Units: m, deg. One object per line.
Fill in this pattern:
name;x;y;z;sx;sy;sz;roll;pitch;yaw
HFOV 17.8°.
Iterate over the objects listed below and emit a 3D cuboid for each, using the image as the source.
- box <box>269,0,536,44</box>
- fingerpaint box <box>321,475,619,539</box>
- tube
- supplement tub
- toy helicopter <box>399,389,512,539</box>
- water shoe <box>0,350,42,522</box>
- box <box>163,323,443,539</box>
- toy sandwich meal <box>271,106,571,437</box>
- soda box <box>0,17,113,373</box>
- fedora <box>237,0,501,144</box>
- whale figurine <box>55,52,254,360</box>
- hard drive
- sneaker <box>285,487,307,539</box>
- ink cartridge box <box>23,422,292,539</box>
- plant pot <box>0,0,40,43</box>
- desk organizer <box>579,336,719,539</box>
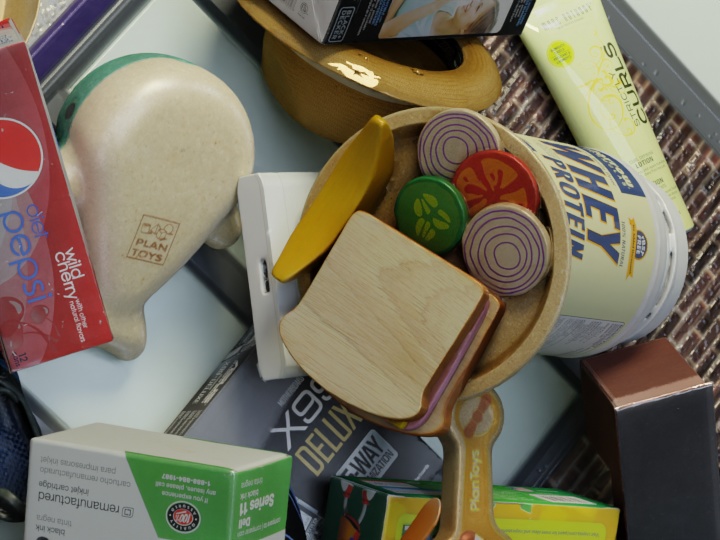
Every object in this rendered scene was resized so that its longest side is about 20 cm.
box;0.019;-0.208;1.535;0.199;0.117;0.060;-7;130;-45
fingerpaint box;0.065;0.228;1.536;0.199;0.073;0.168;6;93;-35
tube;0.178;-0.110;1.671;0.201;0.052;0.058;66;26;0
supplement tub;0.116;-0.016;1.551;0.200;0.145;0.146;6;81;-49
toy helicopter;0.058;0.168;1.448;0.132;0.079;0.201;4;83;-26
water shoe;-0.243;0.063;1.447;0.071;0.079;0.201;-31;97;-24
box;-0.063;0.151;1.533;0.158;0.050;0.200;45;70;-15
toy sandwich meal;0.032;-0.004;1.424;0.070;0.204;0.206;3;81;-67
soda box;-0.211;-0.045;1.397;0.070;0.063;0.201;-17;113;-10
fedora;-0.005;-0.139;1.553;0.200;0.201;0.082;12;119;-22
whale figurine;-0.153;-0.045;1.502;0.159;0.104;0.201;12;103;-35
hard drive;0.000;0.000;1.545;0.200;0.026;0.133;-4;86;-50
sneaker;-0.051;0.221;1.462;0.070;0.078;0.201;-5;88;-24
ink cartridge box;-0.129;0.204;1.404;0.083;0.146;0.201;-9;104;-67
plant pot;-0.295;-0.191;1.424;0.199;0.027;0.201;9;70;-27
desk organizer;0.204;0.154;1.603;0.071;0.077;0.201;-14;118;-11
